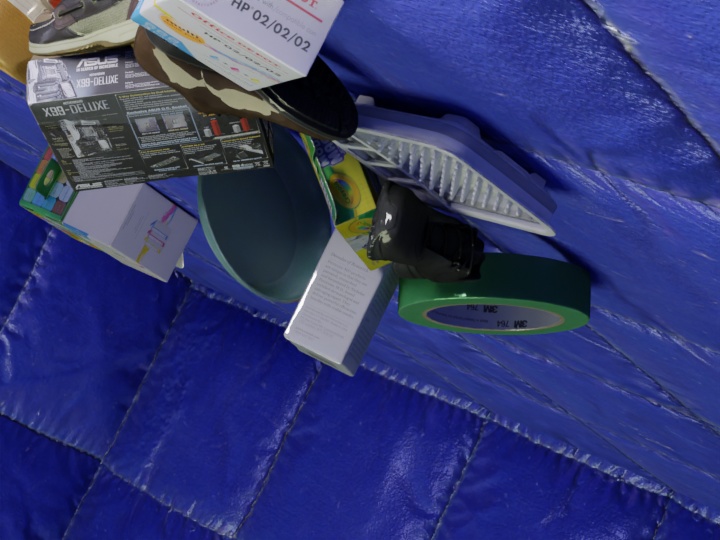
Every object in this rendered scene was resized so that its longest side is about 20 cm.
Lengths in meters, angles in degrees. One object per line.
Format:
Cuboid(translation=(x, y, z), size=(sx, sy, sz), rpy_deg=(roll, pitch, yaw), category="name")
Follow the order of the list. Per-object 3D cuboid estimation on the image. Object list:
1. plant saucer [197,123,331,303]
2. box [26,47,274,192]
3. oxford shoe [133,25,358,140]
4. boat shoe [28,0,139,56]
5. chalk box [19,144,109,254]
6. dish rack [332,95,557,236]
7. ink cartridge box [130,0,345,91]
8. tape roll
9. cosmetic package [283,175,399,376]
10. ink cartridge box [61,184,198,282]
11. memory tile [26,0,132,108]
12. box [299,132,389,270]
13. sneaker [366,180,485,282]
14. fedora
Cuboid(translation=(-0.106, -0.061, 1.744), size=(0.036, 0.202, 0.199), rpy_deg=(-17, 145, 35), category="plant saucer")
Cuboid(translation=(-0.187, -0.140, 1.537), size=(0.198, 0.050, 0.158), rpy_deg=(-7, 152, 4), category="box")
Cuboid(translation=(-0.094, -0.158, 1.394), size=(0.199, 0.073, 0.084), rpy_deg=(27, 144, -15), category="oxford shoe")
Cuboid(translation=(-0.224, -0.226, 1.465), size=(0.071, 0.067, 0.200), rpy_deg=(-19, -167, -40), category="boat shoe")
Cuboid(translation=(-0.510, -0.134, 2.994), size=(0.123, 0.126, 0.200), rpy_deg=(21, 169, 37), category="chalk box")
Cuboid(translation=(0.070, -0.096, 1.456), size=(0.171, 0.044, 0.199), rpy_deg=(34, 170, -39), category="dish rack")
Cuboid(translation=(-0.088, -0.194, 1.238), size=(0.114, 0.068, 0.200), rpy_deg=(29, 172, -17), category="ink cartridge box")
Cuboid(translation=(0.138, 0.026, 1.743), size=(0.198, 0.049, 0.201), rpy_deg=(4, 168, 1), category="tape roll")
Cuboid(translation=(0.000, 0.000, 1.749), size=(0.071, 0.201, 0.101), rpy_deg=(25, 173, 11), category="cosmetic package")
Cuboid(translation=(-0.391, -0.078, 2.939), size=(0.128, 0.126, 0.200), rpy_deg=(22, 171, 35), category="ink cartridge box")
Cuboid(translation=(-0.239, -0.186, 1.584), size=(0.152, 0.017, 0.201), rpy_deg=(22, 142, 1), category="memory tile")
Cuboid(translation=(-0.010, -0.082, 1.601), size=(0.200, 0.048, 0.118), rpy_deg=(44, -156, -72), category="box")
Cuboid(translation=(0.064, -0.031, 1.542), size=(0.090, 0.077, 0.200), rpy_deg=(13, 177, 18), category="sneaker")
Cuboid(translation=(-0.341, -0.242, 1.655), size=(0.200, 0.082, 0.201), rpy_deg=(38, 175, 4), category="fedora")
